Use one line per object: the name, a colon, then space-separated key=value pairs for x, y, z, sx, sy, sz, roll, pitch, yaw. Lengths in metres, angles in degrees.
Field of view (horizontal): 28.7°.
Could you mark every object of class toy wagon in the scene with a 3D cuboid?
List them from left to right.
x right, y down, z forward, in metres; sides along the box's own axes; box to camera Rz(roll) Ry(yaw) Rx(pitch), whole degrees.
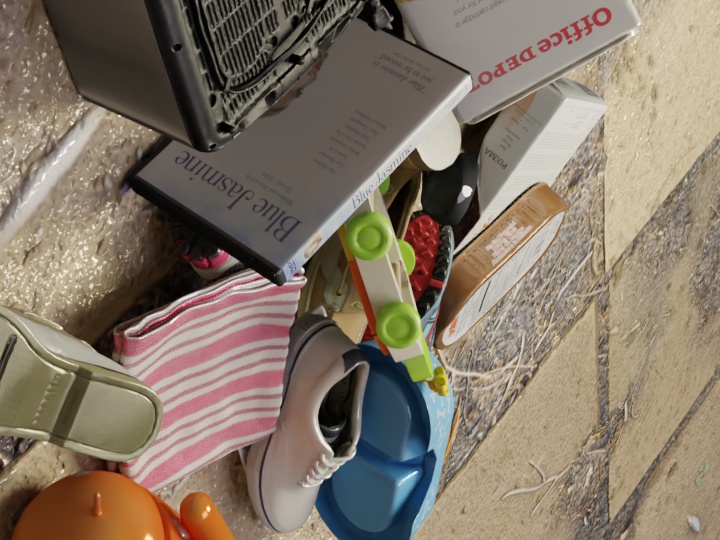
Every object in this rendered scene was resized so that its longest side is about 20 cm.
toy wagon: x=0.020 y=0.006 z=1.043 sx=0.155 sy=0.039 sz=0.202 roll=-88 pitch=161 yaw=-71

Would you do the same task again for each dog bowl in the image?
dog bowl: x=0.020 y=0.142 z=1.156 sx=0.049 sy=0.111 sz=0.202 roll=-28 pitch=136 yaw=-45

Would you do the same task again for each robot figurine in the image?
robot figurine: x=-0.165 y=0.209 z=0.972 sx=0.200 sy=0.142 sz=0.118 roll=55 pitch=46 yaw=-55

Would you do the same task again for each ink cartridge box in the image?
ink cartridge box: x=0.087 y=-0.225 z=0.982 sx=0.202 sy=0.144 sz=0.088 roll=61 pitch=8 yaw=-10
ink cartridge box: x=0.141 y=-0.092 z=1.325 sx=0.201 sy=0.050 sz=0.162 roll=-52 pitch=164 yaw=18

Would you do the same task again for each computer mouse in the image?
computer mouse: x=0.062 y=-0.076 z=1.155 sx=0.200 sy=0.034 sz=0.059 roll=-115 pitch=-133 yaw=-80

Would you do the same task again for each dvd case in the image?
dvd case: x=-0.040 y=-0.092 z=0.936 sx=0.200 sy=0.142 sz=0.018 roll=-47 pitch=149 yaw=-21

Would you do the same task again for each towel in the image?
towel: x=-0.111 y=0.085 z=0.997 sx=0.145 sy=0.030 sz=0.201 roll=-24 pitch=144 yaw=-31

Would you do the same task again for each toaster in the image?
toaster: x=-0.088 y=-0.188 z=0.842 sx=0.181 sy=0.118 sz=0.201 roll=-48 pitch=144 yaw=-29

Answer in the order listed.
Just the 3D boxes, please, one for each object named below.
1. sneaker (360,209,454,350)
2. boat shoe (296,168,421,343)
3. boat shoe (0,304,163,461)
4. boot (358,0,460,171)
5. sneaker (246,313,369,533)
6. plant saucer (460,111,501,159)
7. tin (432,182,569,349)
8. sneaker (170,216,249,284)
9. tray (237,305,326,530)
sneaker: x=0.031 y=0.039 z=1.242 sx=0.202 sy=0.079 sz=0.095 roll=-69 pitch=167 yaw=10
boat shoe: x=0.000 y=0.000 z=1.153 sx=0.074 sy=0.066 sz=0.203 roll=-12 pitch=119 yaw=-55
boat shoe: x=-0.213 y=0.059 z=0.847 sx=0.199 sy=0.068 sz=0.075 roll=34 pitch=84 yaw=-38
boot: x=0.008 y=-0.168 z=1.061 sx=0.073 sy=0.075 sz=0.202 roll=-32 pitch=112 yaw=-37
sneaker: x=-0.040 y=0.136 z=1.116 sx=0.072 sy=0.071 sz=0.202 roll=-15 pitch=128 yaw=-37
plant saucer: x=0.125 y=-0.187 z=1.243 sx=0.200 sy=0.029 sz=0.201 roll=-51 pitch=157 yaw=-31
tin: x=0.126 y=-0.004 z=1.333 sx=0.200 sy=0.042 sz=0.112 roll=-42 pitch=159 yaw=-25
sneaker: x=-0.059 y=-0.078 z=0.998 sx=0.201 sy=0.080 sz=0.075 roll=-55 pitch=148 yaw=-13
tray: x=-0.060 y=0.121 z=1.160 sx=0.107 sy=0.022 sz=0.202 roll=-35 pitch=138 yaw=-23
